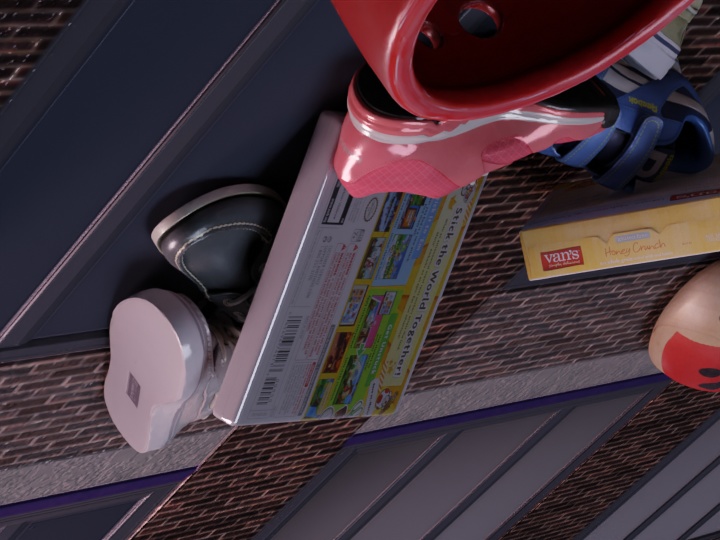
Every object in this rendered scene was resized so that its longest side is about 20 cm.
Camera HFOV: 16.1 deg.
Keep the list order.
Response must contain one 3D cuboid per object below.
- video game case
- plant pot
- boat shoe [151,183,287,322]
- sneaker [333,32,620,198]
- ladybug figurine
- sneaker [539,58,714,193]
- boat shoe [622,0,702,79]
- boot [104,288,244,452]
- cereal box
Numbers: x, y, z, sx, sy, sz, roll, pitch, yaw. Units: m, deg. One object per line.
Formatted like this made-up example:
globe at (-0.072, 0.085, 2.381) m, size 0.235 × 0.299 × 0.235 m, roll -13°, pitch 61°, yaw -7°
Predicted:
video game case at (0.000, 0.000, 1.584) m, size 0.182 × 0.023 × 0.200 m, roll 1°, pitch 113°, yaw -56°
plant pot at (0.054, -0.194, 1.111) m, size 0.200 × 0.183 × 0.200 m, roll -28°, pitch 160°, yaw -11°
boat shoe at (-0.061, -0.001, 1.561) m, size 0.073 × 0.062 × 0.200 m, roll -33°, pitch 159°, yaw 12°
sneaker at (0.064, -0.086, 1.522) m, size 0.200 × 0.074 × 0.087 m, roll -7°, pitch 138°, yaw -36°
ladybug figurine at (0.320, 0.051, 2.223) m, size 0.136 × 0.072 × 0.200 m, roll -30°, pitch 160°, yaw -7°
sneaker at (0.159, -0.095, 1.639) m, size 0.200 × 0.082 × 0.074 m, roll -8°, pitch 151°, yaw -45°
boat shoe at (0.152, -0.167, 1.508) m, size 0.062 × 0.072 × 0.200 m, roll -60°, pitch 160°, yaw 3°
boot at (-0.103, 0.046, 1.615) m, size 0.095 × 0.074 × 0.200 m, roll -31°, pitch 169°, yaw -22°
cereal box at (0.189, -0.038, 1.700) m, size 0.144 × 0.040 × 0.200 m, roll -10°, pitch -171°, yaw 13°
